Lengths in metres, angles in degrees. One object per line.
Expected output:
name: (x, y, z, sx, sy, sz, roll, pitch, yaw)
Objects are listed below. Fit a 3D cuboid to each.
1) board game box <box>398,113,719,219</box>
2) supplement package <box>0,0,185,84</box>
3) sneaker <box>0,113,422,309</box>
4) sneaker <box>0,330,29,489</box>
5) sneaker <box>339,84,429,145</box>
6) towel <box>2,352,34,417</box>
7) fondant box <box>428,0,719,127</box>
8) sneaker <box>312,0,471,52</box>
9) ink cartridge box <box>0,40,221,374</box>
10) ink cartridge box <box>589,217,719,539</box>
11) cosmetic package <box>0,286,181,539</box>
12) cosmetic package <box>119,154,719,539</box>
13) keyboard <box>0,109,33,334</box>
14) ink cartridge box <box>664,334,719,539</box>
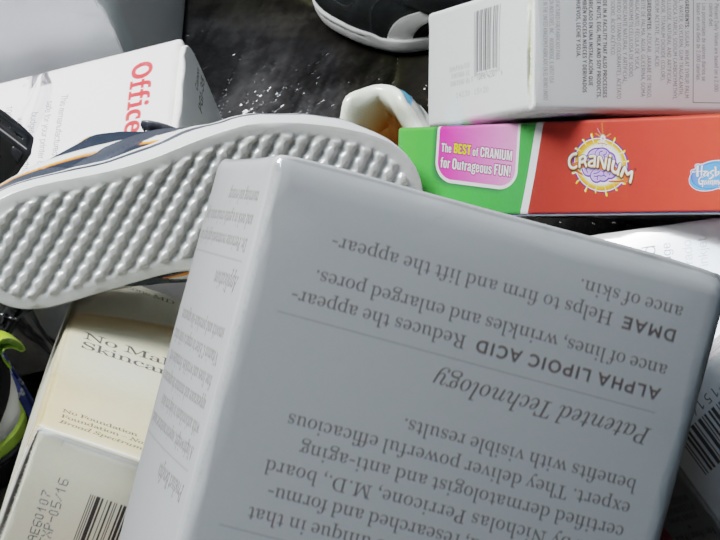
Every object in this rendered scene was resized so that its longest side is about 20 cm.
board game box: (0.139, -0.044, 1.107, 0.153, 0.040, 0.200, -1, 1, -44)
supplement package: (-0.198, -0.180, 1.392, 0.147, 0.191, 0.200, -14, 43, 13)
sneaker: (-0.076, -0.031, 1.117, 0.200, 0.079, 0.079, -6, 11, -8)
sneaker: (-0.238, 0.084, 1.124, 0.200, 0.083, 0.072, -31, 44, -29)
sneaker: (0.000, 0.000, 1.202, 0.076, 0.081, 0.200, -6, 47, 17)
towel: (-0.254, 0.017, 1.218, 0.145, 0.200, 0.024, -21, 15, 18)
fondant box: (0.145, -0.093, 1.133, 0.200, 0.058, 0.144, 1, 0, -16)
sneaker: (0.050, -0.174, 1.331, 0.200, 0.112, 0.073, 11, 52, 33)
ink cartridge box: (-0.172, -0.023, 1.292, 0.200, 0.083, 0.147, -12, 44, 14)
ink cartridge box: (0.070, 0.069, 1.064, 0.200, 0.083, 0.147, -8, 70, 17)
cosmetic package: (-0.094, 0.076, 1.088, 0.103, 0.073, 0.200, 20, 17, -8)
cosmetic package: (0.010, 0.073, 0.913, 0.165, 0.200, 0.165, 15, 0, -10)
keyboard: (-0.212, 0.007, 1.182, 0.200, 0.127, 0.021, -52, 2, 24)
ink cartridge box: (0.220, 0.076, 0.988, 0.200, 0.176, 0.045, -37, 0, -26)
